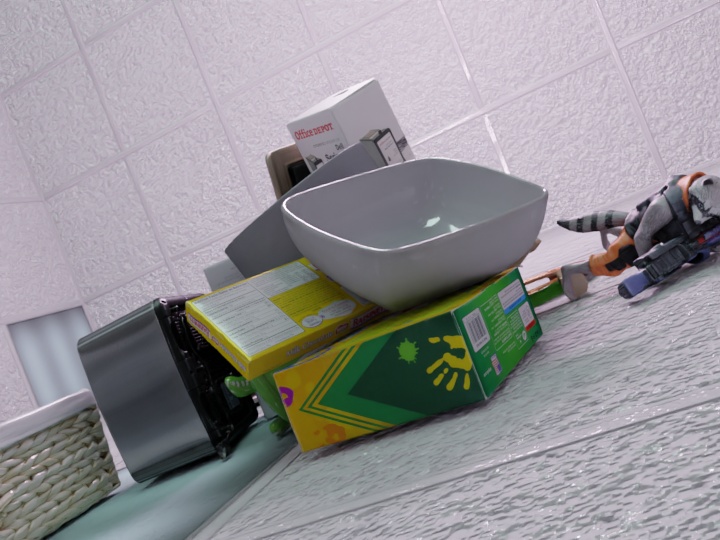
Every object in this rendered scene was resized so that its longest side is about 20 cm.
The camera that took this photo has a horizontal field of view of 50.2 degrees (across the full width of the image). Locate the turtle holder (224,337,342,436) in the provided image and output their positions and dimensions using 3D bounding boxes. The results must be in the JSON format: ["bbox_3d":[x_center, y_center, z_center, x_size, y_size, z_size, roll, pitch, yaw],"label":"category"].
[{"bbox_3d":[-0.056,0.089,0.796,0.131,0.186,0.141,-32,24,3],"label":"turtle holder"}]

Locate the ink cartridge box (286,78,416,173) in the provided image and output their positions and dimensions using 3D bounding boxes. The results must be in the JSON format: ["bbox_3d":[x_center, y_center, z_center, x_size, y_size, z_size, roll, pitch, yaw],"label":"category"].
[{"bbox_3d":[0.004,-0.133,1.013,0.084,0.201,0.145,-35,17,-23],"label":"ink cartridge box"}]

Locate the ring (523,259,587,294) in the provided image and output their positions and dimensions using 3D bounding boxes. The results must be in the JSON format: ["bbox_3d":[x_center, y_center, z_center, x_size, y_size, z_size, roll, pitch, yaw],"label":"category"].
[{"bbox_3d":[0.227,0.030,1.047,0.199,0.019,0.200,-24,0,0],"label":"ring"}]

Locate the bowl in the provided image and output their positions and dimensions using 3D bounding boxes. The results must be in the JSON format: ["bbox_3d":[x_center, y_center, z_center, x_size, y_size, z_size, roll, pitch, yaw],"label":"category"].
[{"bbox_3d":[0.045,-0.034,0.697,0.198,0.075,0.200,-19,27,-26],"label":"bowl"}]

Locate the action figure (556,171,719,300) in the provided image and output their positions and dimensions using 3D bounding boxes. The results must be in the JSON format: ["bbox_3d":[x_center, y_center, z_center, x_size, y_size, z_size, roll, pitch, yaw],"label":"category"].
[{"bbox_3d":[0.279,-0.037,0.766,0.199,0.105,0.193,-23,-7,-39],"label":"action figure"}]

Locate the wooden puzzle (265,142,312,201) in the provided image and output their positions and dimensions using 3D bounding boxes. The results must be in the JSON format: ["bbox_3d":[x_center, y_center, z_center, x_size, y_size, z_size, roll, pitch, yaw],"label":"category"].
[{"bbox_3d":[-0.029,-0.106,1.103,0.199,0.187,0.037,-26,20,-31],"label":"wooden puzzle"}]

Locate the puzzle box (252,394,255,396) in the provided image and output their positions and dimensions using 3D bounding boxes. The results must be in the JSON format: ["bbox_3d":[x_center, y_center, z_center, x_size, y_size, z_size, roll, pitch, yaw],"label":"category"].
[{"bbox_3d":[-0.123,0.133,1.214,0.199,0.026,0.133,-33,-23,6],"label":"puzzle box"}]

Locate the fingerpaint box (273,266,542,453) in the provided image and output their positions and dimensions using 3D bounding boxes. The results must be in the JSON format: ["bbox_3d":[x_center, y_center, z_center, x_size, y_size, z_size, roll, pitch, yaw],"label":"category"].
[{"bbox_3d":[0.050,0.072,0.660,0.166,0.074,0.200,-22,0,26],"label":"fingerpaint box"}]

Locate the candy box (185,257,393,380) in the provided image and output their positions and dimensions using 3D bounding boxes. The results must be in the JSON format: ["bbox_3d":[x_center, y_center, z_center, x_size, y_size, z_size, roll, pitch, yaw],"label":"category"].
[{"bbox_3d":[-0.049,0.029,0.708,0.199,0.027,0.102,-22,40,-36],"label":"candy box"}]

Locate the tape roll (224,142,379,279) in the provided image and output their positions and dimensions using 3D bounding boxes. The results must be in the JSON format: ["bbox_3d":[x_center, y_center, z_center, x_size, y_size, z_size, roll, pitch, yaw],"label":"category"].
[{"bbox_3d":[-0.058,-0.059,0.879,0.200,0.066,0.200,-39,2,2],"label":"tape roll"}]

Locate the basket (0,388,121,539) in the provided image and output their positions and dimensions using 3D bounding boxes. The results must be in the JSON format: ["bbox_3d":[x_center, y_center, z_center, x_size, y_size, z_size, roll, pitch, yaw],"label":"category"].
[{"bbox_3d":[-0.372,0.224,0.814,0.135,0.124,0.200,-23,-1,20],"label":"basket"}]

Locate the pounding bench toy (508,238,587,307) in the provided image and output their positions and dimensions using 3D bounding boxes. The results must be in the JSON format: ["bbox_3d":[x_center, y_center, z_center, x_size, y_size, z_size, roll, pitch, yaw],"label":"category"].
[{"bbox_3d":[0.143,0.015,0.900,0.157,0.199,0.124,-55,-10,12],"label":"pounding bench toy"}]

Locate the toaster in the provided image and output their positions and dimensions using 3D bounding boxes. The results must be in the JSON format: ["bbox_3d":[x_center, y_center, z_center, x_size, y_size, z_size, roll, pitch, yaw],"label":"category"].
[{"bbox_3d":[-0.212,0.129,0.880,0.118,0.182,0.200,-25,-1,5],"label":"toaster"}]

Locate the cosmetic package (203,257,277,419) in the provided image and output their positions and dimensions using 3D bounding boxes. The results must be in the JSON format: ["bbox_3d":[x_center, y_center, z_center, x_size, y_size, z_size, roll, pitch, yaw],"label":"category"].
[{"bbox_3d":[-0.126,0.079,0.986,0.071,0.202,0.101,-23,0,-4],"label":"cosmetic package"}]

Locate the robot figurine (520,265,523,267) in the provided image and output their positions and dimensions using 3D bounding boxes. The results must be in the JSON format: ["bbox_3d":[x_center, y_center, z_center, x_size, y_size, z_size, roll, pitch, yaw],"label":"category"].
[{"bbox_3d":[0.124,-0.006,1.048,0.198,0.114,0.170,-13,-28,4],"label":"robot figurine"}]
